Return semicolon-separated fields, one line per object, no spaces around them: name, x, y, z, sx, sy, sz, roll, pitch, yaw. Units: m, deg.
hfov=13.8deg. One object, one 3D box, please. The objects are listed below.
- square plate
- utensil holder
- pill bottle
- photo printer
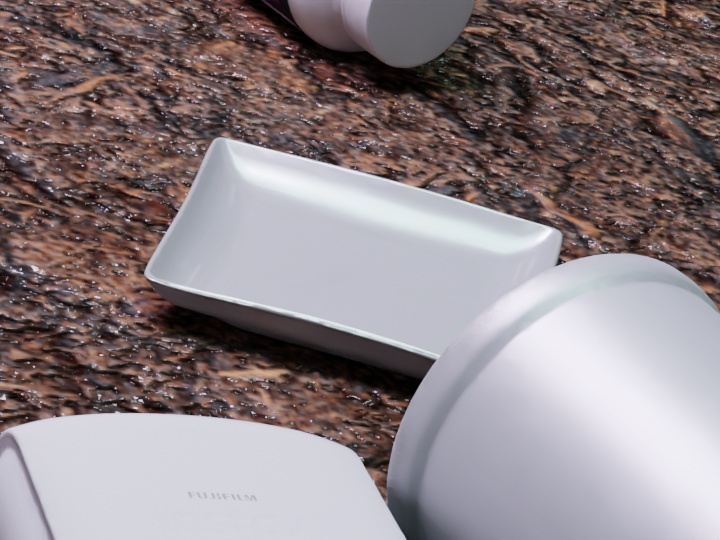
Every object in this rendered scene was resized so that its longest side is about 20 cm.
square plate;0.000;0.000;1.531;0.197;0.029;0.200;15;24;2
utensil holder;0.133;0.116;1.198;0.170;0.170;0.200;-4;33;-35
pill bottle;-0.018;-0.204;1.856;0.111;0.112;0.200;-5;31;-37
photo printer;-0.059;0.124;1.182;0.166;0.070;0.200;5;26;-21
